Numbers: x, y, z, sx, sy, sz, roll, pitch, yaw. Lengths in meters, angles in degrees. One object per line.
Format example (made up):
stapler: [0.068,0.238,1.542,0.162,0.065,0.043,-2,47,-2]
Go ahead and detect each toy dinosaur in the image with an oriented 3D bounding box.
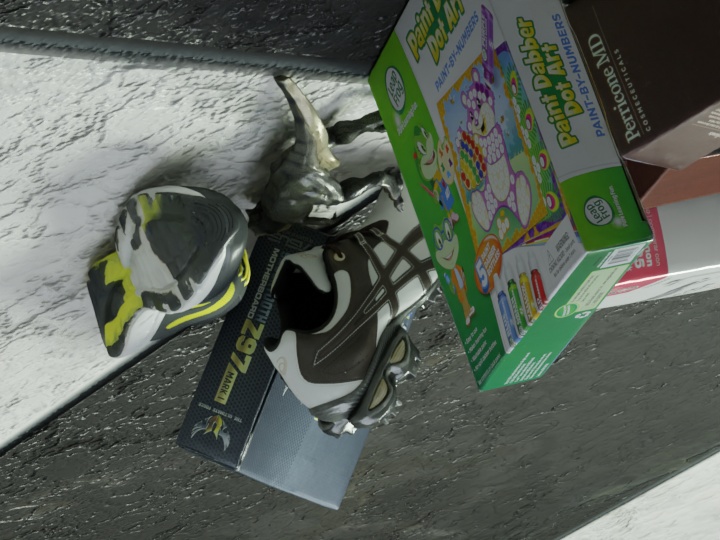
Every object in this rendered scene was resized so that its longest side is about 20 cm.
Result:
toy dinosaur: [-0.017,-0.063,1.719,0.088,0.048,0.200,-9,157,-12]

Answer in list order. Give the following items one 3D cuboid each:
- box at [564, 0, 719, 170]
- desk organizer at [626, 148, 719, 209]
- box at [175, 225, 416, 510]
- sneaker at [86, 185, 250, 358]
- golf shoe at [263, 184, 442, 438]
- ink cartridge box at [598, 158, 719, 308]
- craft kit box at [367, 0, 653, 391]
box: [0.222,-0.147,1.636,0.200,0.101,0.075,-32,159,30]
desk organizer: [0.255,-0.099,1.852,0.199,0.072,0.077,-12,160,-24]
box: [-0.036,0.062,1.898,0.051,0.158,0.200,21,175,22]
sneaker: [-0.101,-0.009,1.761,0.084,0.075,0.200,-17,172,-27]
golf shoe: [0.000,0.000,1.769,0.094,0.201,0.078,40,134,-24]
ink cartridge box: [0.197,-0.028,1.940,0.199,0.083,0.146,-9,173,-31]
craft kit box: [0.075,-0.063,1.565,0.048,0.199,0.200,-10,160,-18]
